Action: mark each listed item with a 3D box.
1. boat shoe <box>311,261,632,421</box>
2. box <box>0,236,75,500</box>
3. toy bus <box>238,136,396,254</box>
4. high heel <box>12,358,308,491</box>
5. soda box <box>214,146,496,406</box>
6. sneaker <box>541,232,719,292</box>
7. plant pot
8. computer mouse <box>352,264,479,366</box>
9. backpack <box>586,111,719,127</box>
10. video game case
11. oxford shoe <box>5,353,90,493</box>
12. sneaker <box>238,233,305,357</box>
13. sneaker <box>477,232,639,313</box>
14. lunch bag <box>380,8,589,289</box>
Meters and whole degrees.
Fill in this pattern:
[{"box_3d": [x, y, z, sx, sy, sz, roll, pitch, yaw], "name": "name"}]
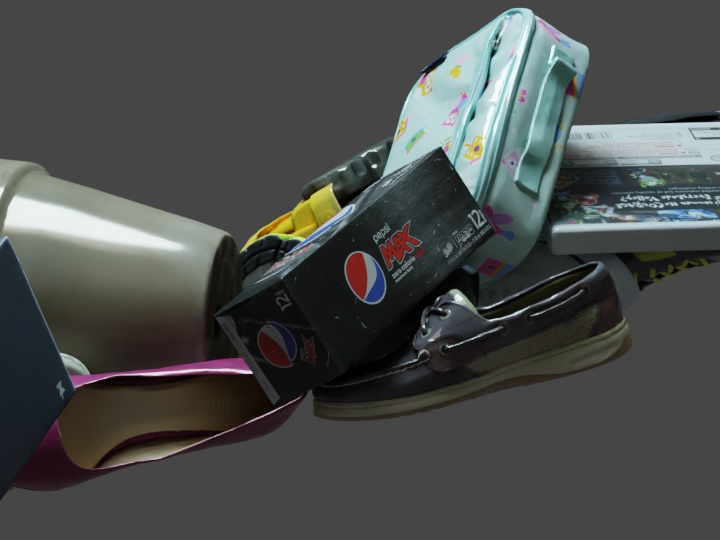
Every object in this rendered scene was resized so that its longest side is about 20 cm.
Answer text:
[{"box_3d": [0.063, 0.042, 1.289, 0.199, 0.065, 0.072, -14, 9, -4], "name": "boat shoe"}, {"box_3d": [-0.278, 0.085, 1.113, 0.182, 0.104, 0.200, -9, 27, 22], "name": "box"}, {"box_3d": [-0.032, -0.005, 1.701, 0.192, 0.136, 0.200, -24, 4, 21], "name": "toy bus"}, {"box_3d": [-0.130, 0.083, 1.261, 0.200, 0.068, 0.096, -13, -6, -39], "name": "high heel"}, {"box_3d": [0.000, 0.000, 1.303, 0.063, 0.071, 0.200, -28, 8, 39], "name": "soda box"}, {"box_3d": [0.215, -0.017, 1.565, 0.199, 0.085, 0.074, 13, -9, 22], "name": "sneaker"}, {"box_3d": [-0.173, 0.030, 1.400, 0.173, 0.201, 0.200, 4, 9, 10], "name": "plant pot"}, {"box_3d": [0.008, 0.050, 1.441, 0.200, 0.053, 0.138, -23, -1, 42], "name": "computer mouse"}, {"box_3d": [0.237, -0.064, 1.686, 0.199, 0.154, 0.163, 9, -2, -30], "name": "backpack"}, {"box_3d": [0.216, -0.060, 1.506, 0.199, 0.023, 0.182, -2, 26, -6], "name": "video game case"}, {"box_3d": [-0.238, 0.106, 1.262, 0.200, 0.075, 0.058, -24, 5, -32], "name": "oxford shoe"}, {"box_3d": [-0.087, 0.036, 1.524, 0.200, 0.074, 0.081, -28, -12, 31], "name": "sneaker"}, {"box_3d": [0.118, 0.015, 1.515, 0.071, 0.073, 0.200, -46, 23, -20], "name": "sneaker"}, {"box_3d": [0.082, -0.083, 1.487, 0.077, 0.200, 0.160, 27, -31, -19], "name": "lunch bag"}]
